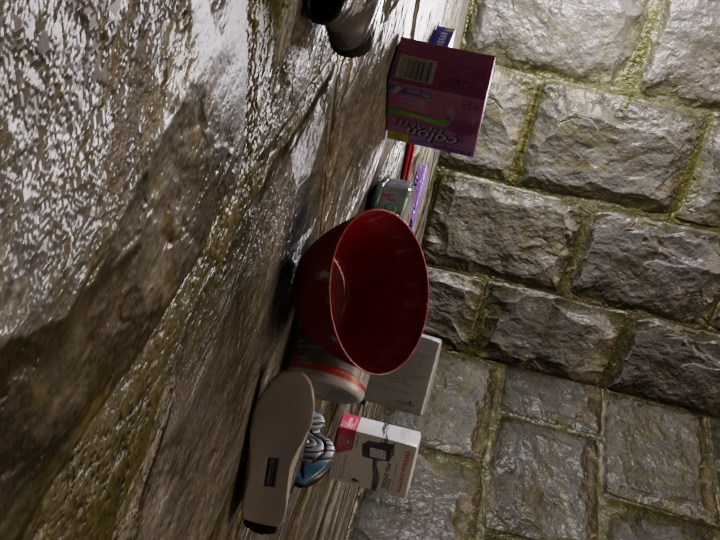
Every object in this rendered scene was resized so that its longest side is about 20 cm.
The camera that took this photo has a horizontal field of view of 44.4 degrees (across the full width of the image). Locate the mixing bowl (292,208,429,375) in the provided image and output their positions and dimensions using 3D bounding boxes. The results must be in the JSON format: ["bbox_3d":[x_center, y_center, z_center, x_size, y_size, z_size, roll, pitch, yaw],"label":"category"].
[{"bbox_3d":[-0.013,0.027,1.103,0.199,0.108,0.202,2,87,-50],"label":"mixing bowl"}]

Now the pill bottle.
[{"bbox_3d":[-0.026,0.073,1.225,0.114,0.113,0.201,88,16,-67],"label":"pill bottle"}]

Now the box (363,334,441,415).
[{"bbox_3d":[0.074,0.216,2.017,0.199,0.198,0.173,25,80,-83],"label":"box"}]

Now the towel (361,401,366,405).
[{"bbox_3d":[0.035,0.287,2.623,0.147,0.022,0.201,-69,172,-45],"label":"towel"}]

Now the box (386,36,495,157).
[{"bbox_3d":[0.143,-0.315,1.629,0.200,0.174,0.097,89,16,-68],"label":"box"}]

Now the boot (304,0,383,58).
[{"bbox_3d":[0.001,-0.323,0.882,0.132,0.069,0.202,30,69,-78],"label":"boot"}]

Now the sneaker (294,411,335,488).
[{"bbox_3d":[-0.079,0.262,1.230,0.200,0.073,0.083,-99,-154,-79],"label":"sneaker"}]

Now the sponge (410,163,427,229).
[{"bbox_3d":[0.167,-0.214,2.705,0.112,0.030,0.201,90,15,-63],"label":"sponge"}]

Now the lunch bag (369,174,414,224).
[{"bbox_3d":[0.049,-0.084,1.726,0.160,0.076,0.202,-51,153,-73],"label":"lunch bag"}]

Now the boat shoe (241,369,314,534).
[{"bbox_3d":[-0.104,0.211,1.083,0.093,0.074,0.202,-122,-133,-82],"label":"boat shoe"}]

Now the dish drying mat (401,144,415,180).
[{"bbox_3d":[0.124,-0.280,2.234,0.077,0.018,0.201,-66,167,-64],"label":"dish drying mat"}]

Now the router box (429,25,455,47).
[{"bbox_3d":[0.183,-0.485,2.190,0.200,0.048,0.181,-68,169,-53],"label":"router box"}]

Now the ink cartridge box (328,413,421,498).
[{"bbox_3d":[0.036,0.451,2.155,0.084,0.198,0.146,-57,159,-71],"label":"ink cartridge box"}]
